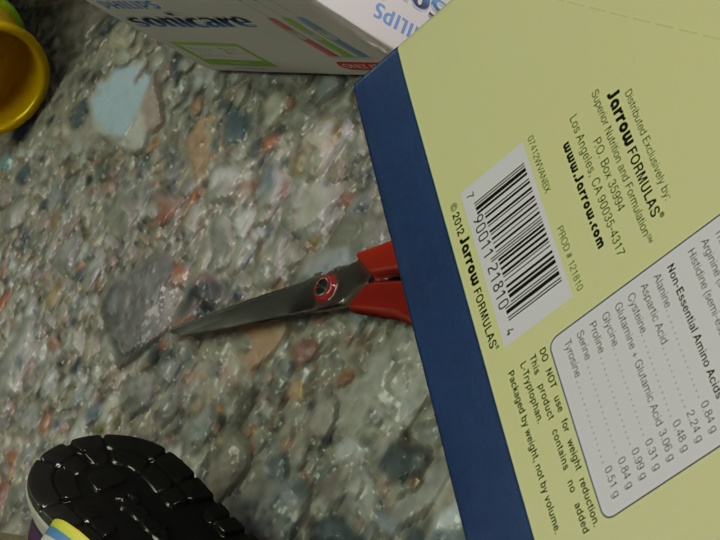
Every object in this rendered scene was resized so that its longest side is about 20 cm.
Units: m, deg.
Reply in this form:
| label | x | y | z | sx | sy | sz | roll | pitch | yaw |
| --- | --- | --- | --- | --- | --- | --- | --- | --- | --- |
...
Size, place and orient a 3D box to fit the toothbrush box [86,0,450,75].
| label | x | y | z | sx | sy | sz | roll | pitch | yaw |
| --- | --- | --- | --- | --- | --- | --- | --- | --- | --- |
| toothbrush box | -0.014 | -0.184 | 0.784 | 0.146 | 0.086 | 0.200 | 7 | 74 | 49 |

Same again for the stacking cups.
| label | x | y | z | sx | sy | sz | roll | pitch | yaw |
| --- | --- | --- | --- | --- | --- | --- | --- | --- | --- |
| stacking cups | -0.209 | -0.134 | 1.004 | 0.061 | 0.060 | 0.200 | -54 | 35 | 12 |

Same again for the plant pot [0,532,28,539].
| label | x | y | z | sx | sy | sz | roll | pitch | yaw |
| --- | --- | --- | --- | --- | --- | --- | --- | --- | --- |
| plant pot | -0.207 | 0.215 | 0.710 | 0.177 | 0.200 | 0.200 | -52 | 39 | 33 |

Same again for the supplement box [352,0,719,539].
| label | x | y | z | sx | sy | sz | roll | pitch | yaw |
| --- | --- | --- | --- | --- | --- | --- | --- | --- | --- |
| supplement box | 0.128 | -0.011 | 0.492 | 0.200 | 0.134 | 0.200 | -38 | 45 | 28 |

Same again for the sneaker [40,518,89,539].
| label | x | y | z | sx | sy | sz | roll | pitch | yaw |
| --- | --- | --- | --- | --- | --- | --- | --- | --- | --- |
| sneaker | -0.083 | 0.175 | 0.595 | 0.082 | 0.200 | 0.074 | -29 | 21 | -29 |

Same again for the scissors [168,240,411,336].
| label | x | y | z | sx | sy | sz | roll | pitch | yaw |
| --- | --- | --- | --- | --- | --- | --- | --- | --- | --- |
| scissors | 0.000 | 0.000 | 0.727 | 0.200 | 0.014 | 0.073 | 4 | 75 | 50 |

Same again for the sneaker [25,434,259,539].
| label | x | y | z | sx | sy | sz | roll | pitch | yaw |
| --- | --- | --- | --- | --- | --- | --- | --- | --- | --- |
| sneaker | -0.047 | 0.145 | 0.670 | 0.200 | 0.076 | 0.088 | 44 | 135 | 40 |
